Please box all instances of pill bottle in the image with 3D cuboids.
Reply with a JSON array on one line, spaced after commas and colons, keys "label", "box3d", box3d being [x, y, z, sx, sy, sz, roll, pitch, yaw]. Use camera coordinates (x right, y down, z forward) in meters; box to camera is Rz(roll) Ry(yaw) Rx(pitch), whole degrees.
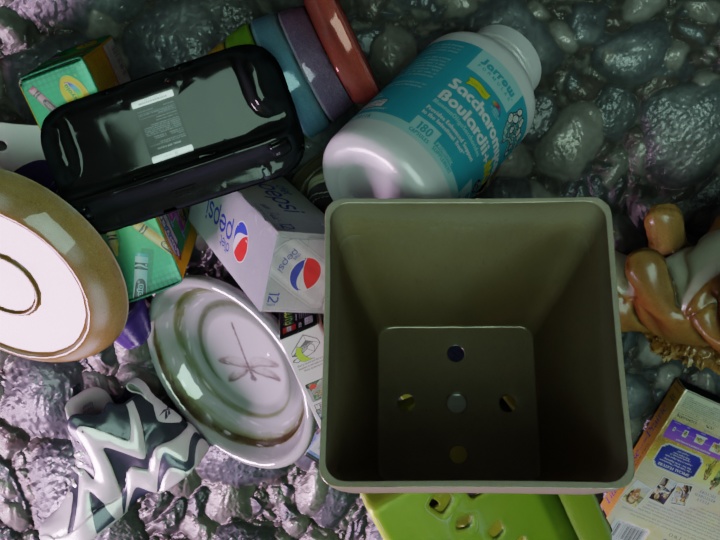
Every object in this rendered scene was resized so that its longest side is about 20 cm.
[{"label": "pill bottle", "box3d": [0.067, -0.116, 0.827, 0.200, 0.110, 0.111, -48, 112, -31]}]

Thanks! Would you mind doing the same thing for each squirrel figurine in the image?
[{"label": "squirrel figurine", "box3d": [0.281, 0.034, 0.922, 0.186, 0.142, 0.200, -13, 136, 34]}]

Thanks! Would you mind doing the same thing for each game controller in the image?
[{"label": "game controller", "box3d": [-0.146, -0.100, 0.795, 0.199, 0.042, 0.105, -17, 95, 6]}]

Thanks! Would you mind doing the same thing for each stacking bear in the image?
[{"label": "stacking bear", "box3d": [-0.094, -0.146, 0.849, 0.199, 0.121, 0.114, -26, 87, 7]}]

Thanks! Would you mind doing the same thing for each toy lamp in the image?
[{"label": "toy lamp", "box3d": [-0.236, -0.006, 0.892, 0.058, 0.058, 0.201, -17, 134, 4]}]

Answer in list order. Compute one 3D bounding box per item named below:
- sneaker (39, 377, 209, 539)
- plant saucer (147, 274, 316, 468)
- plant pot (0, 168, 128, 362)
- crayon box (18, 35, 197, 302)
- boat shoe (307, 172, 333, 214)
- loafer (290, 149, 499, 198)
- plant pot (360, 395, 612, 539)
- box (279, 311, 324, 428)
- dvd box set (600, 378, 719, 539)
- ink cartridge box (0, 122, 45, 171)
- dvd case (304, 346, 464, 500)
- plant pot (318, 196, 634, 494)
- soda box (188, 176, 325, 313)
[{"label": "sneaker", "box3d": [-0.259, 0.177, 1.001, 0.199, 0.080, 0.130, -33, 97, 21]}, {"label": "plant saucer", "box3d": [-0.110, 0.086, 0.954, 0.199, 0.050, 0.201, 20, 128, 28]}, {"label": "plant pot", "box3d": [-0.285, 0.005, 0.840, 0.198, 0.028, 0.201, 11, 132, 12]}, {"label": "crayon box", "box3d": [-0.207, -0.088, 0.878, 0.058, 0.119, 0.201, -19, 110, 5]}, {"label": "boat shoe", "box3d": [0.000, 0.000, 0.912, 0.071, 0.065, 0.201, -2, 137, 16]}, {"label": "loafer", "box3d": [0.030, -0.083, 0.918, 0.199, 0.068, 0.077, -17, 110, 4]}, {"label": "plant pot", "box3d": [0.103, 0.197, 0.941, 0.181, 0.200, 0.200, -28, 112, -2]}, {"label": "box", "box3d": [-0.035, 0.059, 0.896, 0.034, 0.200, 0.111, -21, 110, 3]}, {"label": "dvd box set", "box3d": [0.340, 0.224, 1.065, 0.145, 0.029, 0.201, 22, 107, -11]}, {"label": "ink cartridge box", "box3d": [-0.321, -0.041, 0.917, 0.115, 0.068, 0.202, 4, 111, -4]}, {"label": "dvd case", "box3d": [0.056, 0.143, 1.030, 0.142, 0.018, 0.200, 34, 105, -15]}, {"label": "plant pot", "box3d": [0.076, 0.077, 0.762, 0.198, 0.177, 0.202, 0, 67, 2]}, {"label": "soda box", "box3d": [-0.082, -0.036, 0.858, 0.063, 0.200, 0.069, 3, 111, -28]}]
